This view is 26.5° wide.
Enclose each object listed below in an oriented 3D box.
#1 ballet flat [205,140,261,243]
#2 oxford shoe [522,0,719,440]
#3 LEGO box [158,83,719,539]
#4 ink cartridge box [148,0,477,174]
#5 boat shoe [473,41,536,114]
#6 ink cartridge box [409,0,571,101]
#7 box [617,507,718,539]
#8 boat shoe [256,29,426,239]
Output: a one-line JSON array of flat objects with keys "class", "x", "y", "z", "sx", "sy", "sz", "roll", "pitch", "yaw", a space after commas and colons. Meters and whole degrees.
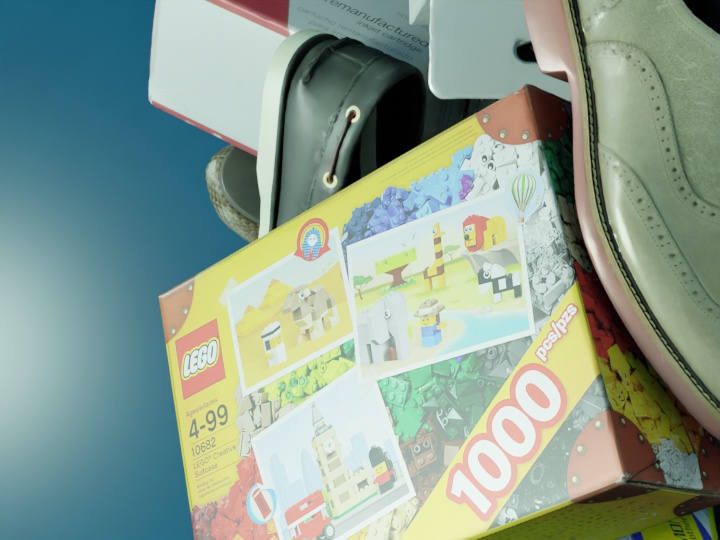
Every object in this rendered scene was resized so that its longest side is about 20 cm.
[{"class": "ballet flat", "x": 0.000, "y": 0.000, "z": 0.814, "sx": 0.046, "sy": 0.200, "sz": 0.067, "roll": -24, "pitch": 35, "yaw": 61}, {"class": "oxford shoe", "x": 0.116, "y": -0.041, "z": 0.524, "sx": 0.070, "sy": 0.075, "sz": 0.200, "roll": -6, "pitch": -105, "yaw": -55}, {"class": "LEGO box", "x": 0.024, "y": 0.044, "z": 0.592, "sx": 0.200, "sy": 0.077, "sz": 0.149, "roll": -28, "pitch": 62, "yaw": 34}, {"class": "ink cartridge box", "x": 0.006, "y": -0.134, "z": 0.807, "sx": 0.200, "sy": 0.147, "sz": 0.083, "roll": -45, "pitch": -25, "yaw": -46}, {"class": "boat shoe", "x": 0.090, "y": -0.098, "z": 0.719, "sx": 0.060, "sy": 0.072, "sz": 0.202, "roll": -151, "pitch": 74, "yaw": -73}, {"class": "ink cartridge box", "x": 0.079, "y": -0.166, "z": 0.646, "sx": 0.068, "sy": 0.116, "sz": 0.201, "roll": 151, "pitch": 120, "yaw": -84}, {"class": "box", "x": 0.104, "y": 0.111, "z": 0.620, "sx": 0.064, "sy": 0.070, "sz": 0.200, "roll": 95, "pitch": 173, "yaw": -59}, {"class": "boat shoe", "x": -0.008, "y": -0.009, "z": 0.709, "sx": 0.074, "sy": 0.063, "sz": 0.202, "roll": -33, "pitch": -45, "yaw": -46}]
